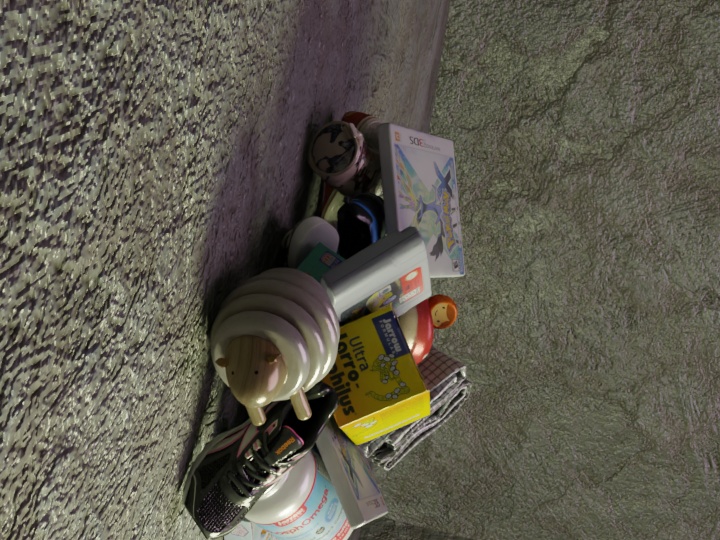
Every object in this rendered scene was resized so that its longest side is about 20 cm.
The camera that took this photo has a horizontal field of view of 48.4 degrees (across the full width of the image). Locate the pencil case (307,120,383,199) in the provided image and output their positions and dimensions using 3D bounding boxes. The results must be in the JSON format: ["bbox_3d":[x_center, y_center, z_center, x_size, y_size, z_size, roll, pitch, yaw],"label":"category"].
[{"bbox_3d":[0.010,-0.135,1.103,0.089,0.078,0.200,-39,149,15],"label":"pencil case"}]

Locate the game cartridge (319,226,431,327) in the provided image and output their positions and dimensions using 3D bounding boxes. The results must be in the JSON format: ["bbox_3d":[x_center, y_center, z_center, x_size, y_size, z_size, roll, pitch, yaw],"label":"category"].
[{"bbox_3d":[0.017,0.024,0.932,0.041,0.133,0.200,62,-2,20],"label":"game cartridge"}]

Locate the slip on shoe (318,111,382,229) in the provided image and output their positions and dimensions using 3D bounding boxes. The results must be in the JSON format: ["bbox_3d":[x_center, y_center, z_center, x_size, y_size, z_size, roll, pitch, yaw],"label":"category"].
[{"bbox_3d":[-0.023,-0.143,1.185,0.074,0.061,0.200,-12,131,-44],"label":"slip on shoe"}]

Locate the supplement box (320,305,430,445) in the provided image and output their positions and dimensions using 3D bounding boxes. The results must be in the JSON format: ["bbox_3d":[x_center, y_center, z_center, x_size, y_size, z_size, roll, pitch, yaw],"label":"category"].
[{"bbox_3d":[0.015,0.135,0.977,0.200,0.109,0.109,74,-7,-71],"label":"supplement box"}]

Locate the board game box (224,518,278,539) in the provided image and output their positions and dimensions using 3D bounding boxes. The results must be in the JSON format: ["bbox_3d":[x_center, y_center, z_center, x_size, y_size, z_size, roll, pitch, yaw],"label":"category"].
[{"bbox_3d":[-0.134,0.316,1.111,0.200,0.041,0.200,-70,167,-49],"label":"board game box"}]

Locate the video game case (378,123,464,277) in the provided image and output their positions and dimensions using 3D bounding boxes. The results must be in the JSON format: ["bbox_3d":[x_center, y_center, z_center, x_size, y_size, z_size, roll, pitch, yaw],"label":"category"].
[{"bbox_3d":[0.087,-0.090,1.102,0.182,0.022,0.201,-1,86,-57],"label":"video game case"}]

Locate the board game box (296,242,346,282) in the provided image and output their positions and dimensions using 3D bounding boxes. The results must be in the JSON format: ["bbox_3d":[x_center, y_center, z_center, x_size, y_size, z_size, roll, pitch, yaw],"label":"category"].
[{"bbox_3d":[-0.073,0.072,0.989,0.152,0.045,0.200,-50,164,-17],"label":"board game box"}]

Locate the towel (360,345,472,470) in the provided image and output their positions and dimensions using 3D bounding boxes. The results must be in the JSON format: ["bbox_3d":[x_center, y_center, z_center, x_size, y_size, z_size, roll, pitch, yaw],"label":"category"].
[{"bbox_3d":[0.043,0.189,1.193,0.200,0.165,0.086,-38,133,-22],"label":"towel"}]

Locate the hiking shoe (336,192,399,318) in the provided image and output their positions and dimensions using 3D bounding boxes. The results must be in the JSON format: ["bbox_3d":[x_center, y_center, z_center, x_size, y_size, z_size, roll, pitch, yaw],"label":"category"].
[{"bbox_3d":[0.000,0.000,1.055,0.087,0.074,0.201,-24,106,-63],"label":"hiking shoe"}]

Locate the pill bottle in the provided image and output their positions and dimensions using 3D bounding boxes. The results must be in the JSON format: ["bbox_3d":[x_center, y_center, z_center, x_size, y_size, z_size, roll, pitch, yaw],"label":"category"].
[{"bbox_3d":[-0.087,0.259,0.954,0.200,0.109,0.109,54,43,-48],"label":"pill bottle"}]

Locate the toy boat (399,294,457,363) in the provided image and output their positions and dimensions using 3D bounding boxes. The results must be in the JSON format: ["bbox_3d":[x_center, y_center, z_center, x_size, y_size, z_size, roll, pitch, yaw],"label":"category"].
[{"bbox_3d":[0.082,0.052,1.181,0.200,0.130,0.131,-90,-159,-46],"label":"toy boat"}]

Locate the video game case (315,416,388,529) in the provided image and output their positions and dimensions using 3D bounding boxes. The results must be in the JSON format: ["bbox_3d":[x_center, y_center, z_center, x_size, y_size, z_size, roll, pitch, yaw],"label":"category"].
[{"bbox_3d":[-0.025,0.219,1.010,0.200,0.022,0.182,65,4,16],"label":"video game case"}]

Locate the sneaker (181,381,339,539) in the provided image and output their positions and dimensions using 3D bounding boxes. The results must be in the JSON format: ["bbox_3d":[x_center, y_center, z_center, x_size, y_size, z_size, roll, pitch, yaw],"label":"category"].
[{"bbox_3d":[-0.097,0.180,0.812,0.200,0.080,0.086,-52,-164,-27],"label":"sneaker"}]

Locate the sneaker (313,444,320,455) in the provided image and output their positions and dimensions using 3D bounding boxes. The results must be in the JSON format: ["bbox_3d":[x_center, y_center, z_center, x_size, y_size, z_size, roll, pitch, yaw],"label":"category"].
[{"bbox_3d":[-0.064,0.236,1.095,0.200,0.071,0.083,80,27,-53],"label":"sneaker"}]

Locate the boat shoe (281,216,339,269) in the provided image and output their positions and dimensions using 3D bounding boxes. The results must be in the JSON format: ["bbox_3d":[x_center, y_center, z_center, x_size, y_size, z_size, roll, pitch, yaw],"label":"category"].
[{"bbox_3d":[-0.071,-0.018,1.010,0.071,0.064,0.200,-39,161,-17],"label":"boat shoe"}]

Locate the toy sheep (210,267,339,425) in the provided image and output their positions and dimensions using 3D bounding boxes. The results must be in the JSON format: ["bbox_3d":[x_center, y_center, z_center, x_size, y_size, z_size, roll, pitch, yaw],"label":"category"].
[{"bbox_3d":[-0.081,0.065,0.799,0.200,0.138,0.138,-72,171,-61],"label":"toy sheep"}]
